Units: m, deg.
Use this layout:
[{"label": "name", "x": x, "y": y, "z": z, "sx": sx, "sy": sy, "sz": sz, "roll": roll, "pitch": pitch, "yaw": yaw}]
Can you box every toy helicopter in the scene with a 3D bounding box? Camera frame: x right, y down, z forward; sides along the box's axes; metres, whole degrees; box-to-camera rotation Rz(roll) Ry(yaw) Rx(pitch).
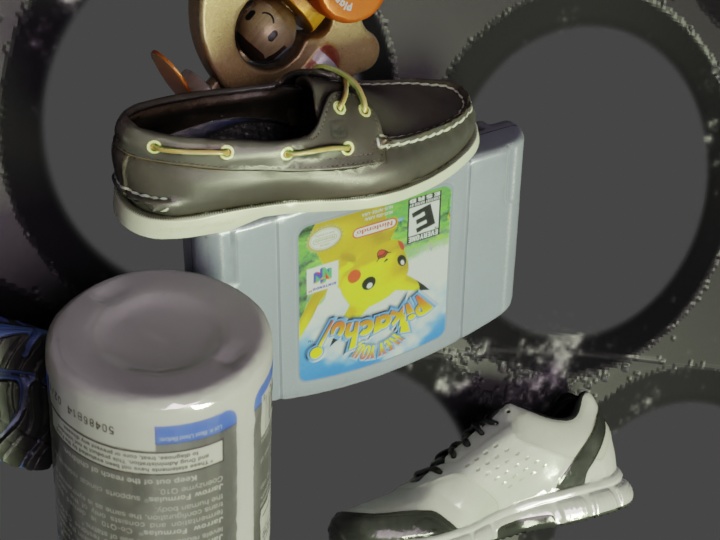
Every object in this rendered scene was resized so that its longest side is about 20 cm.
[{"label": "toy helicopter", "x": -0.044, "y": -0.087, "z": 0.959, "sx": 0.132, "sy": 0.079, "sz": 0.201, "roll": -28, "pitch": 122, "yaw": -24}]

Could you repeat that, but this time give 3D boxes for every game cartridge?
[{"label": "game cartridge", "x": 0.000, "y": 0.000, "z": 0.981, "sx": 0.199, "sy": 0.041, "sz": 0.134, "roll": -18, "pitch": 134, "yaw": -22}]

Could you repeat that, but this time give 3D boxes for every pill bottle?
[{"label": "pill bottle", "x": -0.102, "y": 0.111, "z": 0.916, "sx": 0.113, "sy": 0.114, "sz": 0.201, "roll": -13, "pitch": 128, "yaw": -22}]

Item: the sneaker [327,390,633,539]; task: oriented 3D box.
[{"label": "sneaker", "x": 0.067, "y": 0.124, "z": 1.060, "sx": 0.199, "sy": 0.074, "sz": 0.081, "roll": -12, "pitch": 90, "yaw": -27}]

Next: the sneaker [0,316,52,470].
[{"label": "sneaker", "x": -0.212, "y": 0.043, "z": 0.906, "sx": 0.200, "sy": 0.078, "sz": 0.076, "roll": 29, "pitch": 92, "yaw": -44}]

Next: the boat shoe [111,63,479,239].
[{"label": "boat shoe", "x": -0.028, "y": -0.069, "z": 0.898, "sx": 0.200, "sy": 0.072, "sz": 0.061, "roll": -15, "pitch": 133, "yaw": -20}]
